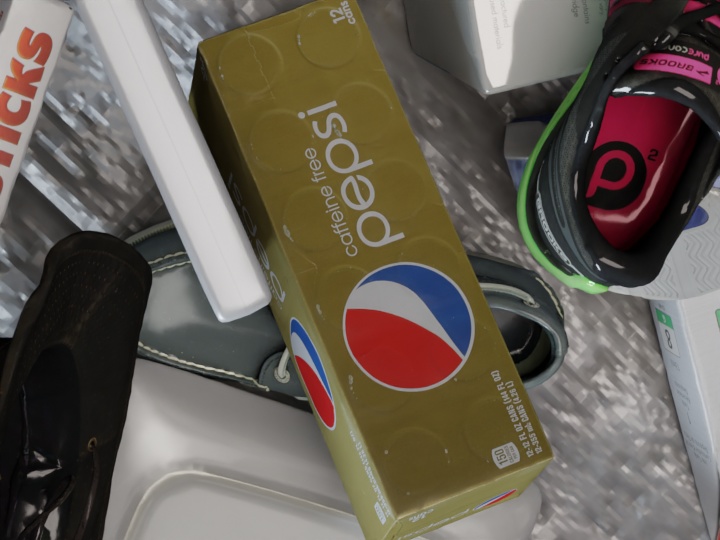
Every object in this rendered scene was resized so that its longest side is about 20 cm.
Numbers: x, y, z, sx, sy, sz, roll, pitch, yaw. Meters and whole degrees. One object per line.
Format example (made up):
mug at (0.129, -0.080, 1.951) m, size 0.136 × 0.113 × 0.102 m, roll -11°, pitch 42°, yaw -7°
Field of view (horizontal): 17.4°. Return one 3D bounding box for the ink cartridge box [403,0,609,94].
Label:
ink cartridge box at (0.122, -0.129, 0.922) m, size 0.199 × 0.116 × 0.068 m, roll -14°, pitch 105°, yaw -10°

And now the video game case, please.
video game case at (-0.084, -0.082, 0.833) m, size 0.024 × 0.182 × 0.201 m, roll -24°, pitch 95°, yaw -3°

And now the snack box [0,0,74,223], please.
snack box at (-0.145, 0.005, 0.767) m, size 0.024 × 0.072 × 0.201 m, roll 20°, pitch 87°, yaw -24°

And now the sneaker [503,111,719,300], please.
sneaker at (0.166, -0.056, 0.968) m, size 0.198 × 0.116 × 0.081 m, roll -2°, pitch 132°, yaw 18°

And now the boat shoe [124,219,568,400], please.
boat shoe at (-0.010, 0.018, 0.951) m, size 0.198 × 0.062 × 0.073 m, roll 5°, pitch 104°, yaw -13°

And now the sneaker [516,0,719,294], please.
sneaker at (0.116, -0.084, 0.825) m, size 0.076 × 0.084 × 0.201 m, roll 10°, pitch 103°, yaw -16°

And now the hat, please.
hat at (-0.144, 0.075, 0.845) m, size 0.080 × 0.201 × 0.202 m, roll 15°, pitch 99°, yaw 12°

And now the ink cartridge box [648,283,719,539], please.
ink cartridge box at (0.225, 0.071, 1.025) m, size 0.160 × 0.050 × 0.201 m, roll -18°, pitch 103°, yaw -8°

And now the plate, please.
plate at (-0.044, 0.154, 0.975) m, size 0.199 × 0.032 × 0.201 m, roll 18°, pitch 105°, yaw -16°

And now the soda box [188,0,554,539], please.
soda box at (0.000, 0.000, 0.901) m, size 0.067 × 0.064 × 0.201 m, roll -20°, pitch 75°, yaw -13°
